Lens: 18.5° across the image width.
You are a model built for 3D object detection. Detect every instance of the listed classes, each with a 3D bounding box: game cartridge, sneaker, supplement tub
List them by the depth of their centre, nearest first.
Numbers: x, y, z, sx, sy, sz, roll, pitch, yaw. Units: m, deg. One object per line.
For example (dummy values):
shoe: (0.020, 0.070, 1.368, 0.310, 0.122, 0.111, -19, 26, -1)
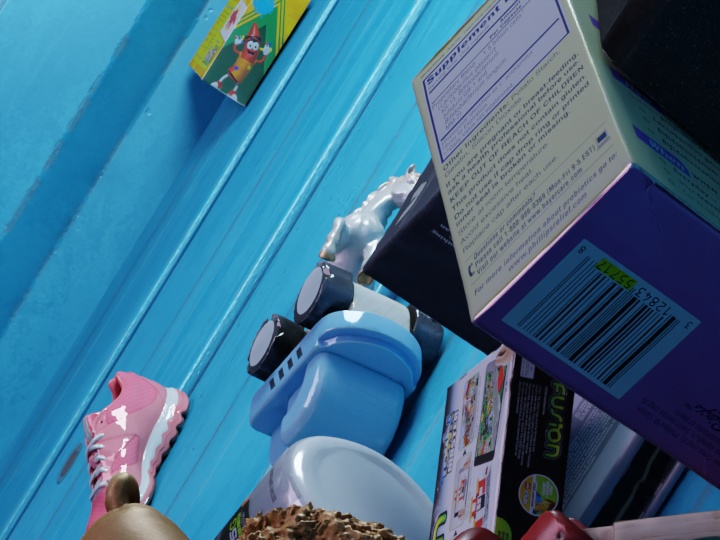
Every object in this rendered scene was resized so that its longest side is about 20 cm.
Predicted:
game cartridge: (0.133, 0.078, 1.127, 0.200, 0.040, 0.133, -57, 17, 1)
supplement tub: (-0.046, 0.204, 1.290, 0.200, 0.122, 0.123, -51, 14, 23)
sneaker: (-0.237, 0.180, 2.107, 0.074, 0.087, 0.201, -45, 18, 45)

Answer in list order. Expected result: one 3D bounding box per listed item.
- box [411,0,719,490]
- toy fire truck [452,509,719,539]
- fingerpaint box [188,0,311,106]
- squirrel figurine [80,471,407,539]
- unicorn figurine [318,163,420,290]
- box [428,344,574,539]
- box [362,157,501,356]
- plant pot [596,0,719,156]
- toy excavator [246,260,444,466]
box: (0.127, -0.022, 0.975, 0.097, 0.176, 0.200, -45, 28, 22)
toy fire truck: (0.080, 0.142, 0.885, 0.200, 0.129, 0.176, -53, -11, 3)
fingerpaint box: (-0.149, -0.317, 2.955, 0.167, 0.073, 0.200, -58, 14, 3)
squirrel figurine: (-0.069, 0.173, 1.108, 0.199, 0.187, 0.142, -28, 44, -8)
unicorn figurine: (0.000, 0.000, 1.684, 0.200, 0.074, 0.137, -59, 1, 19)
box: (0.062, 0.141, 1.074, 0.110, 0.035, 0.201, 133, 147, -67)
box: (0.118, -0.071, 1.267, 0.197, 0.117, 0.200, -58, 5, -22)
plant pot: (0.207, -0.137, 0.949, 0.177, 0.200, 0.200, -45, 17, 22)
toy excavator: (-0.033, 0.125, 1.516, 0.195, 0.100, 0.201, -49, 24, 37)
